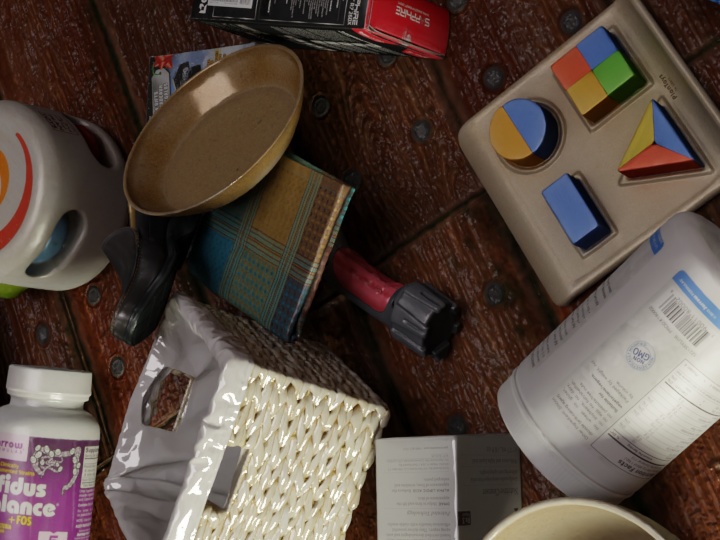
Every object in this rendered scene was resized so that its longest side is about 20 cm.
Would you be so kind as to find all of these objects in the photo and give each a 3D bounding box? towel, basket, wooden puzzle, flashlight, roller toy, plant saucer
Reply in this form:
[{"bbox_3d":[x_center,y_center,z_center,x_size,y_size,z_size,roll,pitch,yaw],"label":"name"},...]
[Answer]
[{"bbox_3d":[-0.083,-0.034,1.246,0.200,0.022,0.147,30,102,53],"label":"towel"},{"bbox_3d":[-0.099,0.149,1.190,0.199,0.160,0.200,-70,23,7],"label":"basket"},{"bbox_3d":[0.183,-0.100,1.139,0.200,0.046,0.186,-40,64,24],"label":"wooden puzzle"},{"bbox_3d":[0.000,0.000,1.242,0.200,0.068,0.068,33,101,34],"label":"flashlight"},{"bbox_3d":[-0.339,-0.078,1.442,0.182,0.140,0.201,-6,80,34],"label":"roller toy"},{"bbox_3d":[-0.125,-0.119,1.274,0.200,0.035,0.201,-25,40,23],"label":"plant saucer"}]

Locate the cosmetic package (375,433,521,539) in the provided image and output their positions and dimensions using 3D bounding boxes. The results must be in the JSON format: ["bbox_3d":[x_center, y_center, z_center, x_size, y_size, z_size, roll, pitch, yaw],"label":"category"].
[{"bbox_3d":[0.073,0.233,1.135,0.081,0.113,0.201,-8,81,34],"label":"cosmetic package"}]

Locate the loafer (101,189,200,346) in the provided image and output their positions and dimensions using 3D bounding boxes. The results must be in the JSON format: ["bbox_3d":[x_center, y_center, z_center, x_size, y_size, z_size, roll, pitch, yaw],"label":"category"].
[{"bbox_3d":[-0.197,-0.007,1.261,0.072,0.200,0.073,20,122,-5],"label":"loafer"}]

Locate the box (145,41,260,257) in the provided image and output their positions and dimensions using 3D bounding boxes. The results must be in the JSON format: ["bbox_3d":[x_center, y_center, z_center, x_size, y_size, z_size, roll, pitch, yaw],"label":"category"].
[{"bbox_3d":[-0.149,-0.114,1.375,0.136,0.040,0.201,-1,84,34],"label":"box"}]

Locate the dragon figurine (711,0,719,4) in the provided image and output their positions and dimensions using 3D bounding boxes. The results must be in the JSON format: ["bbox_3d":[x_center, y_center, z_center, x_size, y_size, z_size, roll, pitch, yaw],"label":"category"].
[{"bbox_3d":[0.244,-0.228,1.051,0.099,0.200,0.059,15,114,12],"label":"dragon figurine"}]

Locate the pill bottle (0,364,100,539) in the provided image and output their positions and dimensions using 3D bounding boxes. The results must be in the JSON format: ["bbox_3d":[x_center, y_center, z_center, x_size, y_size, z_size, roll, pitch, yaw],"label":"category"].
[{"bbox_3d":[-0.319,0.197,1.410,0.112,0.112,0.201,2,86,35],"label":"pill bottle"}]

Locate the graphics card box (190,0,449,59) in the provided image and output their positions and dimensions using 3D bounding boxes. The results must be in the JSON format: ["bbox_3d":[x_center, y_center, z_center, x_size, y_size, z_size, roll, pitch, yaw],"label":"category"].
[{"bbox_3d":[-0.036,-0.227,1.259,0.199,0.125,0.051,9,91,35],"label":"graphics card box"}]

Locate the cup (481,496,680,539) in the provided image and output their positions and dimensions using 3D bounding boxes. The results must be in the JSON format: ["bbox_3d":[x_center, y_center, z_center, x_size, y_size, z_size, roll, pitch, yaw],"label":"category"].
[{"bbox_3d":[0.186,0.265,1.031,0.200,0.143,0.201,-5,80,34],"label":"cup"}]

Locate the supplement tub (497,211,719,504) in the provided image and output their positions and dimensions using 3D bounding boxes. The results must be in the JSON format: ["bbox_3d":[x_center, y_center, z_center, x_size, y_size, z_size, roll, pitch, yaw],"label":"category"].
[{"bbox_3d":[0.213,0.067,1.046,0.200,0.132,0.132,-46,61,22],"label":"supplement tub"}]
